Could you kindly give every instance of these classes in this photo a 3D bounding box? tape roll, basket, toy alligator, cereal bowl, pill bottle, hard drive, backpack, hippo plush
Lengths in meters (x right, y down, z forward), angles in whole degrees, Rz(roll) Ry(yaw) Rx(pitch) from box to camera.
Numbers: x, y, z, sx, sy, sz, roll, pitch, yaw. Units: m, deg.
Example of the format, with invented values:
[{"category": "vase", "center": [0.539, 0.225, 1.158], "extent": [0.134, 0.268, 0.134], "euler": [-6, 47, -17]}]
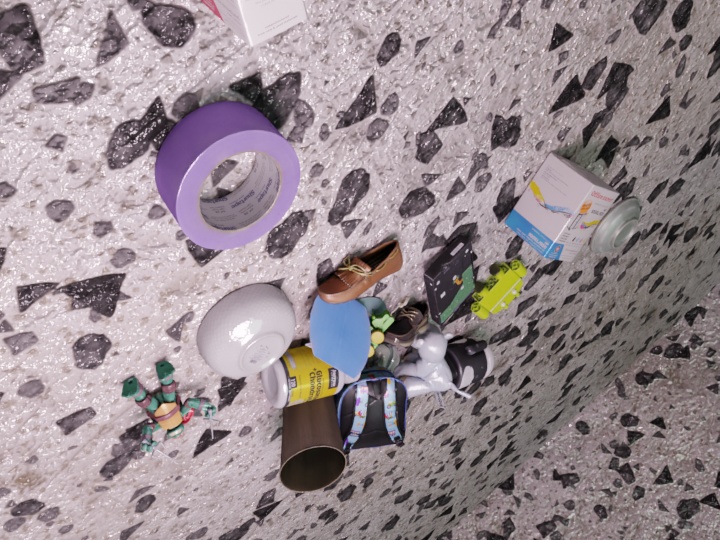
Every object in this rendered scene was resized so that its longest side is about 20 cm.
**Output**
[{"category": "tape roll", "center": [-0.192, -0.136, 0.963], "extent": [0.198, 0.085, 0.202], "euler": [-26, 142, -22]}, {"category": "basket", "center": [-0.109, 0.345, 1.427], "extent": [0.134, 0.202, 0.182], "euler": [14, 129, -21]}, {"category": "toy alligator", "center": [0.031, 0.123, 1.446], "extent": [0.054, 0.059, 0.201], "euler": [30, 108, -12]}, {"category": "cereal bowl", "center": [-0.202, 0.128, 1.235], "extent": [0.198, 0.083, 0.202], "euler": [-27, 143, -23]}, {"category": "pill bottle", "center": [-0.101, 0.214, 1.384], "extent": [0.197, 0.112, 0.113], "euler": [-9, 134, -31]}, {"category": "hard drive", "center": [0.213, 0.026, 1.557], "extent": [0.140, 0.038, 0.201], "euler": [-44, 146, -17]}, {"category": "backpack", "center": [0.018, 0.306, 1.516], "extent": [0.179, 0.135, 0.203], "euler": [-5, 121, -12]}, {"category": "hippo plush", "center": [0.155, 0.221, 1.619], "extent": [0.157, 0.201, 0.163], "euler": [-18, 123, -11]}]

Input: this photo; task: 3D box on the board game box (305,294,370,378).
[{"category": "board game box", "center": [-0.052, 0.125, 1.356], "extent": [0.199, 0.038, 0.161], "euler": [38, 54, -43]}]

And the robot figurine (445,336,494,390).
[{"category": "robot figurine", "center": [0.278, 0.254, 1.810], "extent": [0.197, 0.149, 0.128], "euler": [-13, 99, -34]}]

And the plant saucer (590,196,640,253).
[{"category": "plant saucer", "center": [0.776, -0.123, 1.966], "extent": [0.198, 0.050, 0.202], "euler": [-27, 143, -23]}]

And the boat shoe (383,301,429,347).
[{"category": "boat shoe", "center": [0.105, 0.117, 1.520], "extent": [0.199, 0.073, 0.075], "euler": [-28, 130, -64]}]

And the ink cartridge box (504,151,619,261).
[{"category": "ink cartridge box", "center": [0.477, -0.148, 1.559], "extent": [0.146, 0.145, 0.202], "euler": [5, 123, -46]}]

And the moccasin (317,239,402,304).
[{"category": "moccasin", "center": [0.001, 0.001, 1.311], "extent": [0.199, 0.074, 0.079], "euler": [-25, 133, -19]}]

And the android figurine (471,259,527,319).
[{"category": "android figurine", "center": [0.373, 0.052, 1.761], "extent": [0.182, 0.041, 0.199], "euler": [-48, 143, 6]}]

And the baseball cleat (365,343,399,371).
[{"category": "baseball cleat", "center": [0.041, 0.264, 1.631], "extent": [0.105, 0.070, 0.202], "euler": [-8, 135, -44]}]

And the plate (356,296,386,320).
[{"category": "plate", "center": [-0.014, 0.145, 1.488], "extent": [0.198, 0.026, 0.202], "euler": [-26, 141, -23]}]

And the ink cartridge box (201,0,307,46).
[{"category": "ink cartridge box", "center": [-0.143, -0.374, 0.706], "extent": [0.082, 0.147, 0.202], "euler": [-31, 143, -14]}]

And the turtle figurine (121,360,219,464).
[{"category": "turtle figurine", "center": [-0.356, 0.267, 1.215], "extent": [0.149, 0.100, 0.203], "euler": [-40, 133, -29]}]
